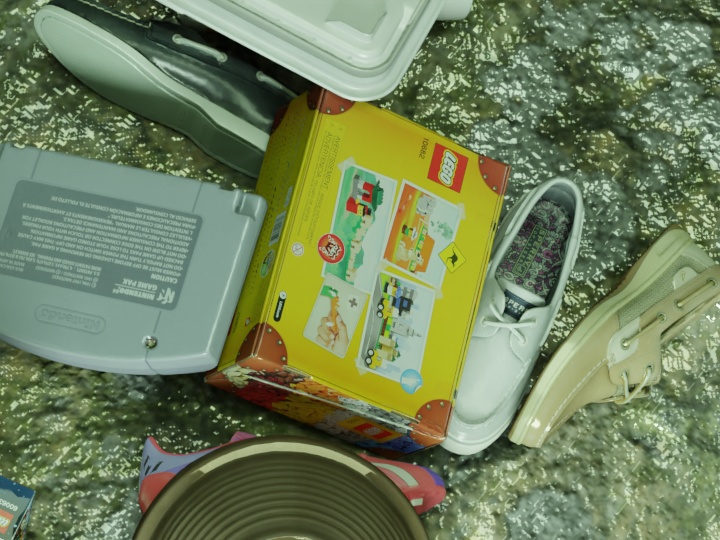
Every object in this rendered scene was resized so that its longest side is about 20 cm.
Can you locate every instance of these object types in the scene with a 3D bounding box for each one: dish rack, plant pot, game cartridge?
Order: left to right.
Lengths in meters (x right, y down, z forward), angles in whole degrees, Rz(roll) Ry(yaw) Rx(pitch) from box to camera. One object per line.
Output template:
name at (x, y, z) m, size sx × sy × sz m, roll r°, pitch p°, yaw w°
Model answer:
game cartridge at (-0.170, -0.004, 1.717) m, size 0.199 × 0.041 × 0.134 m, roll 12°, pitch 70°, yaw 18°
plant pot at (-0.046, 0.204, 1.627) m, size 0.199 × 0.093 × 0.202 m, roll 0°, pitch 91°, yaw -6°
dish rack at (-0.035, -0.219, 1.732) m, size 0.199 × 0.044 × 0.172 m, roll 28°, pitch 63°, yaw 3°

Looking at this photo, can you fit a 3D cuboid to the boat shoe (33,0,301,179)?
boat shoe at (-0.125, -0.135, 1.798) m, size 0.199 × 0.076 × 0.061 m, roll 33°, pitch 65°, yaw -10°

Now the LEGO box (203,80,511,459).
LEGO box at (0.000, 0.000, 1.735) m, size 0.148 × 0.077 × 0.201 m, roll 24°, pitch 67°, yaw -22°

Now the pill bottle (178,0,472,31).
pill bottle at (-0.025, -0.221, 1.823) m, size 0.198 × 0.116 × 0.117 m, roll 0°, pitch 69°, yaw -10°

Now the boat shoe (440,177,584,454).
boat shoe at (0.102, 0.027, 1.773) m, size 0.072 × 0.069 × 0.201 m, roll 30°, pitch 67°, yaw 2°

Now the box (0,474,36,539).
box at (-0.299, 0.130, 1.623) m, size 0.199 × 0.137 × 0.038 m, roll 25°, pitch 64°, yaw 1°

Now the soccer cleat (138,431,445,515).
soccer cleat at (-0.044, 0.134, 1.710) m, size 0.198 × 0.067 × 0.077 m, roll -6°, pitch 65°, yaw -10°

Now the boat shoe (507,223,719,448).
boat shoe at (0.176, 0.054, 1.777) m, size 0.065 × 0.072 × 0.200 m, roll 40°, pitch 62°, yaw 8°
